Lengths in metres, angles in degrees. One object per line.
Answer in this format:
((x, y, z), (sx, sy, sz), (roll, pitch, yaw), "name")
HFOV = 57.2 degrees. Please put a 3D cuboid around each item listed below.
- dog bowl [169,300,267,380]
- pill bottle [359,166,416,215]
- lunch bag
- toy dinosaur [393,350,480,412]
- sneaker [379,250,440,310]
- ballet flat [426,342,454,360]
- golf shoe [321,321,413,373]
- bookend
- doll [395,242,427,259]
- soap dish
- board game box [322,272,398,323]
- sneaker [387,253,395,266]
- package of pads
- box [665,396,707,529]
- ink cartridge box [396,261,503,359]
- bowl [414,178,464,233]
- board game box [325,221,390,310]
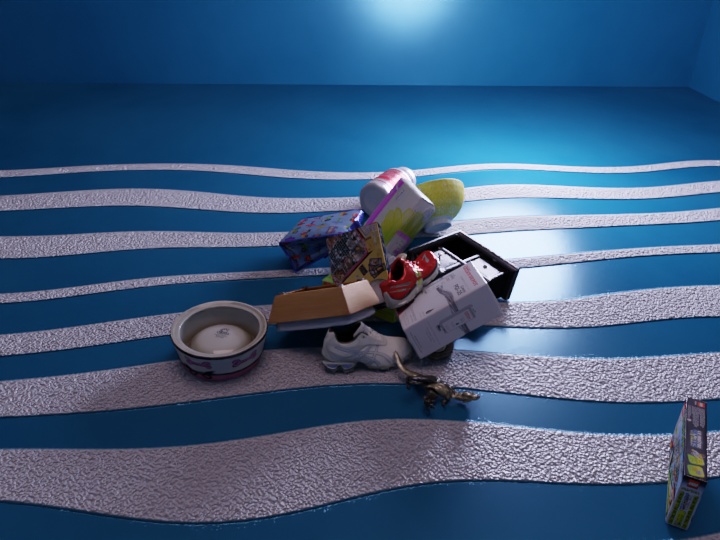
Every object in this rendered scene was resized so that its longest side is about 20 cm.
((-0.289, 0.147, 1.364), (0.197, 0.075, 0.201), (1, 30, -1), "dog bowl")
((0.090, -0.245, 2.016), (0.111, 0.114, 0.200), (18, 34, 25), "pill bottle")
((-0.084, -0.095, 1.684), (0.198, 0.095, 0.151), (-19, 20, 28), "lunch bag")
((0.130, 0.224, 1.286), (0.198, 0.048, 0.088), (27, 24, 22), "toy dinosaur")
((0.109, 0.002, 1.451), (0.076, 0.086, 0.200), (-15, 22, 42), "sneaker")
((0.187, 0.130, 1.457), (0.066, 0.047, 0.200), (13, 32, 18), "ballet flat")
((0.018, 0.151, 1.360), (0.197, 0.098, 0.078), (-6, 30, -16), "golf shoe")
((0.238, 0.010, 1.588), (0.198, 0.093, 0.198), (-20, 45, -38), "bookend")
((0.170, -0.047, 1.714), (0.198, 0.049, 0.136), (-16, -6, -33), "doll")
((-0.078, 0.072, 1.408), (0.197, 0.083, 0.157), (-9, 3, 26), "soap dish")
((0.017, 0.051, 1.575), (0.198, 0.048, 0.101), (19, 34, 25), "board game box")
((0.042, -0.008, 1.659), (0.200, 0.082, 0.075), (43, 45, 21), "sneaker")
((0.096, -0.133, 1.756), (0.068, 0.201, 0.155), (30, 14, -33), "package of pads")
((0.548, 0.318, 1.107), (0.034, 0.111, 0.200), (14, 32, 20), "box")
((0.183, 0.080, 1.403), (0.198, 0.083, 0.147), (-30, 20, 6), "ink cartridge box")
((0.212, -0.171, 1.885), (0.197, 0.200, 0.109), (-8, 74, -17), "bowl")
((0.000, 0.000, 1.524), (0.134, 0.035, 0.203), (-17, 65, 13), "board game box")
